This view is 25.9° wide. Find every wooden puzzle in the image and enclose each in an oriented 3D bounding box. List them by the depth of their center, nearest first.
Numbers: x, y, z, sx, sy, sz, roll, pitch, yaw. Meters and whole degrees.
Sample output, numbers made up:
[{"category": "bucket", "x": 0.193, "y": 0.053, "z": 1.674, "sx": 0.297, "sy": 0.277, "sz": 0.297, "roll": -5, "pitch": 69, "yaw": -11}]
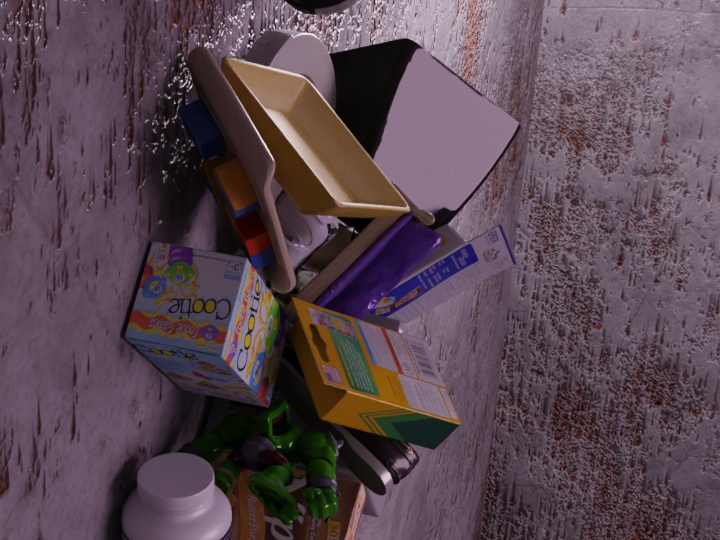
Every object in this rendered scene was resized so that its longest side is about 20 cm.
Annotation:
[{"category": "wooden puzzle", "x": -0.127, "y": -0.092, "z": 1.545, "sx": 0.200, "sy": 0.046, "sz": 0.185, "roll": 85, "pitch": -22, "yaw": -55}]

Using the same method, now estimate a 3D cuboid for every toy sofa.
[{"category": "toy sofa", "x": 0.000, "y": 0.000, "z": 1.749, "sx": 0.200, "sy": 0.098, "sz": 0.083, "roll": -45, "pitch": -176, "yaw": 0}]

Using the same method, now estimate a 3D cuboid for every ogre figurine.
[{"category": "ogre figurine", "x": -0.101, "y": 0.203, "z": 1.661, "sx": 0.120, "sy": 0.200, "sz": 0.098, "roll": -51, "pitch": 125, "yaw": -49}]

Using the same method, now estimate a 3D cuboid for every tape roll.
[{"category": "tape roll", "x": -0.087, "y": -0.170, "z": 1.755, "sx": 0.203, "sy": 0.037, "sz": 0.203, "roll": -43, "pitch": 140, "yaw": -52}]

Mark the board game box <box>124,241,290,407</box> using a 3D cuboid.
[{"category": "board game box", "x": -0.151, "y": 0.058, "z": 1.596, "sx": 0.200, "sy": 0.105, "sz": 0.103, "roll": 63, "pitch": 39, "yaw": -69}]

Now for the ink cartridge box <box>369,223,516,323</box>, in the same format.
[{"category": "ink cartridge box", "x": 0.086, "y": 0.003, "z": 1.909, "sx": 0.047, "sy": 0.200, "sz": 0.198, "roll": 59, "pitch": 2, "yaw": 17}]

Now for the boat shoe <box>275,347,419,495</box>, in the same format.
[{"category": "boat shoe", "x": -0.020, "y": 0.156, "z": 1.724, "sx": 0.061, "sy": 0.201, "sz": 0.072, "roll": -36, "pitch": 163, "yaw": -24}]

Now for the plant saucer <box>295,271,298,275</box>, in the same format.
[{"category": "plant saucer", "x": -0.061, "y": -0.081, "z": 2.007, "sx": 0.200, "sy": 0.032, "sz": 0.201, "roll": 11, "pitch": 90, "yaw": -75}]

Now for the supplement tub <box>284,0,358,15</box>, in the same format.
[{"category": "supplement tub", "x": -0.057, "y": -0.354, "z": 1.625, "sx": 0.200, "sy": 0.122, "sz": 0.123, "roll": 47, "pitch": 55, "yaw": -74}]

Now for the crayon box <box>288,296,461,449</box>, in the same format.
[{"category": "crayon box", "x": 0.004, "y": 0.112, "z": 1.678, "sx": 0.052, "sy": 0.200, "sz": 0.126, "roll": -47, "pitch": -136, "yaw": 26}]

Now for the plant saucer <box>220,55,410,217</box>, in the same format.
[{"category": "plant saucer", "x": -0.056, "y": -0.124, "z": 1.622, "sx": 0.048, "sy": 0.200, "sz": 0.200, "roll": -42, "pitch": 165, "yaw": 18}]

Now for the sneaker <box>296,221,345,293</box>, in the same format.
[{"category": "sneaker", "x": -0.014, "y": -0.004, "z": 2.014, "sx": 0.200, "sy": 0.077, "sz": 0.111, "roll": -58, "pitch": 152, "yaw": -37}]

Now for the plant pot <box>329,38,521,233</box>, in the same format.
[{"category": "plant pot", "x": 0.035, "y": -0.144, "z": 1.898, "sx": 0.199, "sy": 0.200, "sz": 0.178, "roll": 34, "pitch": 72, "yaw": -30}]

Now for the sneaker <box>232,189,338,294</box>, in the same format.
[{"category": "sneaker", "x": -0.094, "y": -0.019, "z": 1.703, "sx": 0.115, "sy": 0.075, "sz": 0.200, "roll": -47, "pitch": 179, "yaw": -22}]

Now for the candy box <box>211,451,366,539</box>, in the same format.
[{"category": "candy box", "x": -0.105, "y": 0.276, "z": 1.746, "sx": 0.055, "sy": 0.200, "sz": 0.116, "roll": 76, "pitch": 28, "yaw": -61}]

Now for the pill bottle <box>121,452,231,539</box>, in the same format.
[{"category": "pill bottle", "x": -0.188, "y": 0.290, "z": 1.607, "sx": 0.112, "sy": 0.112, "sz": 0.200, "roll": -57, "pitch": 154, "yaw": -57}]

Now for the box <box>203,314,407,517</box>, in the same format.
[{"category": "box", "x": -0.055, "y": 0.162, "z": 1.858, "sx": 0.171, "sy": 0.200, "sz": 0.199, "roll": 77, "pitch": 26, "yaw": -63}]

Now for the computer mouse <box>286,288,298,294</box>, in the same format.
[{"category": "computer mouse", "x": -0.085, "y": 0.046, "z": 1.998, "sx": 0.200, "sy": 0.034, "sz": 0.059, "roll": 18, "pitch": 82, "yaw": -77}]

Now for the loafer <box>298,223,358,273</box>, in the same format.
[{"category": "loafer", "x": -0.042, "y": -0.031, "z": 1.874, "sx": 0.200, "sy": 0.067, "sz": 0.076, "roll": 16, "pitch": 71, "yaw": -41}]
